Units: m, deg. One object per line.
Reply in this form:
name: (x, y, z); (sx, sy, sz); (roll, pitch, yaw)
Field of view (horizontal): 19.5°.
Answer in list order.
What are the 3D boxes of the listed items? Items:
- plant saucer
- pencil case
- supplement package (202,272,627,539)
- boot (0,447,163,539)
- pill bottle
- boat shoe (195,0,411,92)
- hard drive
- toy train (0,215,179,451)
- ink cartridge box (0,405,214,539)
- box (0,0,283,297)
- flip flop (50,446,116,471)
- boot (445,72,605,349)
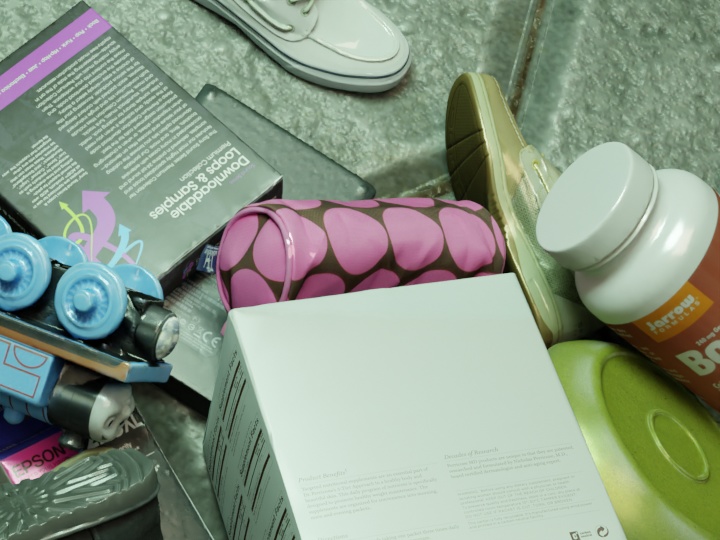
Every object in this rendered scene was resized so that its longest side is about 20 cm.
plant saucer: (0.194, 0.119, 1.342); (0.200, 0.031, 0.200); (36, 29, -23)
pencil case: (0.000, 0.000, 1.346); (0.199, 0.094, 0.091); (-1, 21, -40)
supplement package: (0.024, 0.133, 1.265); (0.191, 0.147, 0.200); (-7, 53, -18)
boot: (-0.174, 0.218, 1.195); (0.164, 0.201, 0.066); (-15, 26, -11)
pill bottle: (0.213, 0.007, 1.363); (0.200, 0.112, 0.112); (36, 59, -24)
boat shoe: (-0.052, -0.191, 1.461); (0.199, 0.067, 0.074); (25, 62, -3)
hard drive: (-0.095, -0.014, 1.388); (0.139, 0.033, 0.200); (32, 62, 1)
toy train: (-0.207, 0.033, 1.266); (0.199, 0.087, 0.115); (20, 95, 16)
ink cartridge box: (-0.158, 0.148, 1.298); (0.094, 0.037, 0.200); (-26, 73, -23)
box: (-0.168, -0.071, 1.364); (0.143, 0.036, 0.200); (-40, 67, -21)
flip flop: (-0.208, 0.180, 1.233); (0.200, 0.058, 0.081); (-41, 79, -3)
boot: (0.152, -0.053, 1.450); (0.154, 0.072, 0.201); (-14, 78, -19)
